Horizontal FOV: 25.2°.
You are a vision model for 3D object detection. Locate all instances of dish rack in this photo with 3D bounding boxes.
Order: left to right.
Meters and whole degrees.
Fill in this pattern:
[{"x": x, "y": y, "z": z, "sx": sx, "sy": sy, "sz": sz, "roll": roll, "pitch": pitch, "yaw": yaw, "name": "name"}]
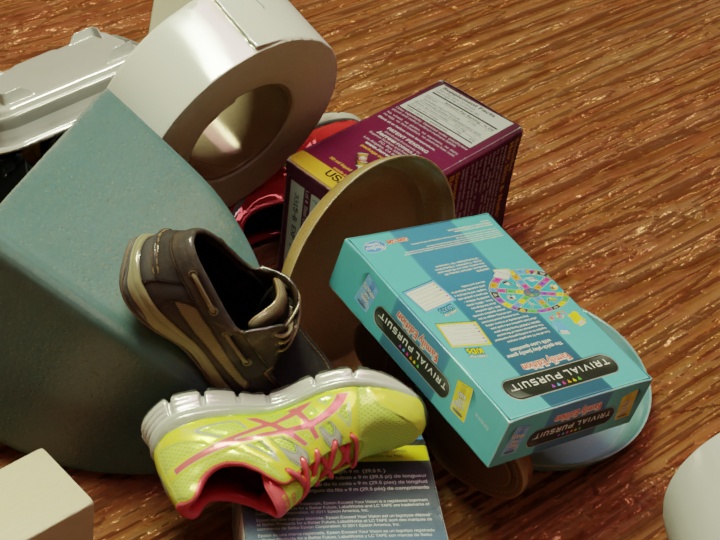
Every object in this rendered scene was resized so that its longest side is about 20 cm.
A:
[{"x": -0.257, "y": -0.161, "z": 1.368, "sx": 0.170, "sy": 0.044, "sz": 0.200, "roll": -26, "pitch": 21, "yaw": -15, "name": "dish rack"}]

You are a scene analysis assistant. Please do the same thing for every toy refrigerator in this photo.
[{"x": -0.275, "y": 0.201, "z": 1.054, "sx": 0.199, "sy": 0.077, "sz": 0.070, "roll": -28, "pitch": 52, "yaw": -36, "name": "toy refrigerator"}]

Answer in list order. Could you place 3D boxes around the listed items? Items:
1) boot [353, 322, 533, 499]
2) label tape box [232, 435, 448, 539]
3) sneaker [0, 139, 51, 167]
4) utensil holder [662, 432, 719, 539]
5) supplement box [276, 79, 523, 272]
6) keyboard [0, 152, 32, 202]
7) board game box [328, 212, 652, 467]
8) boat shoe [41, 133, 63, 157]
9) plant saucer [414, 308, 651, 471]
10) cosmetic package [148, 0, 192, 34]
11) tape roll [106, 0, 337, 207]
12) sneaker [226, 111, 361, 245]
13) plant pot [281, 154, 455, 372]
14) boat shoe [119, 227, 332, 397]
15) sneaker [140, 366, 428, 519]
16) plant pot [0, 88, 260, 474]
[{"x": 0.107, "y": 0.083, "z": 1.242, "sx": 0.154, "sy": 0.078, "sz": 0.200, "roll": -16, "pitch": 39, "yaw": -33, "name": "boot"}, {"x": -0.016, "y": 0.183, "z": 1.135, "sx": 0.142, "sy": 0.064, "sz": 0.201, "roll": 0, "pitch": 40, "yaw": -10, "name": "label tape box"}, {"x": -0.314, "y": -0.083, "z": 1.403, "sx": 0.089, "sy": 0.071, "sz": 0.200, "roll": 2, "pitch": 39, "yaw": 40, "name": "sneaker"}, {"x": 0.303, "y": 0.219, "z": 1.077, "sx": 0.167, "sy": 0.172, "sz": 0.201, "roll": 0, "pitch": 39, "yaw": -11, "name": "utensil holder"}, {"x": 0.033, "y": -0.058, "z": 1.377, "sx": 0.103, "sy": 0.132, "sz": 0.199, "roll": 34, "pitch": 45, "yaw": 30, "name": "supplement box"}, {"x": -0.333, "y": -0.021, "z": 1.275, "sx": 0.199, "sy": 0.040, "sz": 0.105, "roll": -31, "pitch": 37, "yaw": 7, "name": "keyboard"}, {"x": 0.093, "y": 0.045, "z": 1.183, "sx": 0.150, "sy": 0.047, "sz": 0.200, "roll": -11, "pitch": 46, "yaw": -39, "name": "board game box"}, {"x": -0.191, "y": -0.043, "z": 1.345, "sx": 0.199, "sy": 0.057, "sz": 0.067, "roll": 36, "pitch": 53, "yaw": 9, "name": "boat shoe"}, {"x": 0.136, "y": 0.092, "z": 1.302, "sx": 0.197, "sy": 0.028, "sz": 0.201, "roll": 5, "pitch": 40, "yaw": -4, "name": "plant saucer"}, {"x": -0.166, "y": -0.171, "z": 1.493, "sx": 0.072, "sy": 0.104, "sz": 0.201, "roll": 6, "pitch": 41, "yaw": -5, "name": "cosmetic package"}, {"x": -0.115, "y": -0.133, "z": 1.295, "sx": 0.201, "sy": 0.203, "sz": 0.071, "roll": -26, "pitch": 65, "yaw": -35, "name": "tape roll"}, {"x": -0.061, "y": -0.067, "z": 1.425, "sx": 0.199, "sy": 0.077, "sz": 0.085, "roll": -35, "pitch": 61, "yaw": -27, "name": "sneaker"}, {"x": 0.000, "y": 0.000, "z": 1.251, "sx": 0.027, "sy": 0.202, "sz": 0.199, "roll": 30, "pitch": 43, "yaw": 34, "name": "plant pot"}, {"x": -0.077, "y": 0.038, "z": 1.101, "sx": 0.073, "sy": 0.200, "sz": 0.075, "roll": -18, "pitch": 51, "yaw": 34, "name": "boat shoe"}, {"x": -0.046, "y": 0.128, "z": 1.098, "sx": 0.197, "sy": 0.079, "sz": 0.091, "roll": -9, "pitch": 50, "yaw": -10, "name": "sneaker"}, {"x": -0.183, "y": 0.031, "z": 1.187, "sx": 0.199, "sy": 0.196, "sz": 0.197, "roll": 34, "pitch": 41, "yaw": -4, "name": "plant pot"}]
